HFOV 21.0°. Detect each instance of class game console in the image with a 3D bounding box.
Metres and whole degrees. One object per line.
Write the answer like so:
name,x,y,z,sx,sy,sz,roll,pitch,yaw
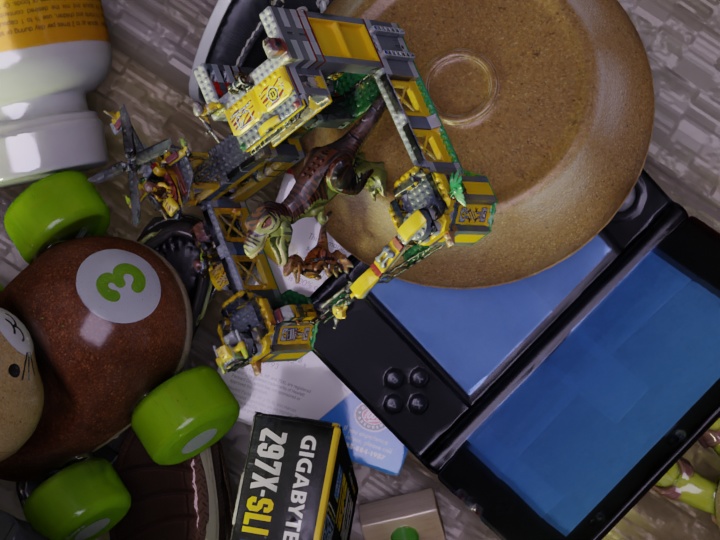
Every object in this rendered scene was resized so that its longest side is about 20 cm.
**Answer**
game console,0.097,0.022,1.010,0.200,0.119,0.172,-45,103,-5

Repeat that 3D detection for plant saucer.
plant saucer,0.054,-0.091,1.022,0.200,0.035,0.201,-3,74,9

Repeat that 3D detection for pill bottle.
pill bottle,-0.200,-0.149,1.075,0.112,0.113,0.201,-12,92,2

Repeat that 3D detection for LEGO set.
LEGO set,-0.044,-0.039,0.958,0.200,0.116,0.154,-25,75,38

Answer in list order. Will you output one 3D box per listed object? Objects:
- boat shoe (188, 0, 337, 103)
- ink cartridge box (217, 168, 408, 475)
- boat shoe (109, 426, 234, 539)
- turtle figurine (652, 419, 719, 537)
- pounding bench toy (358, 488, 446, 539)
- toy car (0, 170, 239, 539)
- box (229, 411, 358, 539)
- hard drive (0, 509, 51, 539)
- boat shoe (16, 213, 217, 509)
boat shoe,-0.026,-0.171,1.086,0.060,0.076,0.200,31,93,7
ink cartridge box,0.000,0.000,1.093,0.116,0.067,0.201,20,92,-1
boat shoe,-0.095,0.169,1.104,0.075,0.075,0.203,8,100,36
turtle figurine,0.210,0.136,1.090,0.161,0.064,0.200,41,93,1
pounding bench toy,0.046,0.225,1.054,0.124,0.156,0.200,-22,90,3
toy car,-0.187,0.045,0.983,0.158,0.200,0.164,-40,73,15
box,-0.040,0.171,1.017,0.049,0.200,0.160,7,75,5
hard drive,-0.173,0.156,1.002,0.139,0.200,0.033,17,72,35
boat shoe,-0.142,0.058,1.104,0.072,0.061,0.202,28,92,1
